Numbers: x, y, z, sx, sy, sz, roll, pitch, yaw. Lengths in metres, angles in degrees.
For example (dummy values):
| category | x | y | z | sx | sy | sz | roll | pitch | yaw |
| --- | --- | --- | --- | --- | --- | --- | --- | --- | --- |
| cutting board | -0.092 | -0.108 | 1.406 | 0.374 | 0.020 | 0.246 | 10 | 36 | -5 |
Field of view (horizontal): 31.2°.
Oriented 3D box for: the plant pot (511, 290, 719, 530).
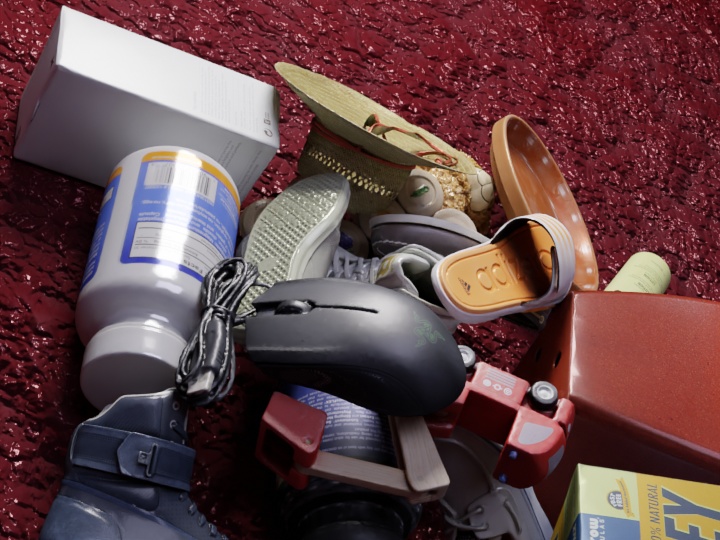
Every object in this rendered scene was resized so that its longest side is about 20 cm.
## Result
| category | x | y | z | sx | sy | sz | roll | pitch | yaw |
| --- | --- | --- | --- | --- | --- | --- | --- | --- | --- |
| plant pot | 0.228 | 0.133 | 1.118 | 0.174 | 0.201 | 0.201 | 22 | 43 | -9 |

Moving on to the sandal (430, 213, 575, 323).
| category | x | y | z | sx | sy | sz | roll | pitch | yaw |
| --- | --- | --- | --- | --- | --- | --- | --- | --- | --- |
| sandal | 0.138 | -0.005 | 1.073 | 0.206 | 0.059 | 0.080 | -21 | 78 | -52 |

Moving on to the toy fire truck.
| category | x | y | z | sx | sy | sz | roll | pitch | yaw |
| --- | --- | --- | --- | --- | --- | --- | --- | --- | --- |
| toy fire truck | 0.041 | 0.113 | 0.904 | 0.198 | 0.049 | 0.142 | 24 | 48 | 8 |

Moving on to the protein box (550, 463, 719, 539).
| category | x | y | z | sx | sy | sz | roll | pitch | yaw |
| --- | --- | --- | --- | --- | --- | --- | --- | --- | --- |
| protein box | 0.235 | 0.267 | 0.944 | 0.197 | 0.200 | 0.136 | 8 | 45 | 0 |

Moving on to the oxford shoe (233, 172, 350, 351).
| category | x | y | z | sx | sy | sz | roll | pitch | yaw |
| --- | --- | --- | --- | --- | --- | --- | --- | --- | --- |
| oxford shoe | -0.053 | -0.003 | 1.016 | 0.058 | 0.074 | 0.201 | 62 | 32 | -35 |

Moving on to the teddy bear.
| category | x | y | z | sx | sy | sz | roll | pitch | yaw |
| --- | --- | --- | --- | --- | --- | --- | --- | --- | --- |
| teddy bear | 0.068 | -0.061 | 1.250 | 0.198 | 0.067 | 0.146 | -1 | 58 | -37 |

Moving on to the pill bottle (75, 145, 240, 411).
| category | x | y | z | sx | sy | sz | roll | pitch | yaw |
| --- | --- | --- | --- | --- | --- | --- | --- | --- | --- |
| pill bottle | -0.154 | 0.011 | 0.978 | 0.111 | 0.112 | 0.202 | 23 | 44 | -20 |

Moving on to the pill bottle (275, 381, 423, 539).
| category | x | y | z | sx | sy | sz | roll | pitch | yaw |
| --- | --- | --- | --- | --- | --- | --- | --- | --- | --- |
| pill bottle | -0.010 | 0.143 | 0.975 | 0.111 | 0.112 | 0.202 | 19 | 45 | -23 |

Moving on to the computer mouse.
| category | x | y | z | sx | sy | sz | roll | pitch | yaw |
| --- | --- | --- | --- | --- | --- | --- | --- | --- | --- |
| computer mouse | -0.021 | 0.044 | 0.882 | 0.197 | 0.053 | 0.140 | 11 | 43 | 1 |

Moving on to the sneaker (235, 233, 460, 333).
| category | x | y | z | sx | sy | sz | roll | pitch | yaw |
| --- | --- | --- | --- | --- | --- | --- | --- | --- | --- |
| sneaker | 0.000 | 0.000 | 1.072 | 0.198 | 0.116 | 0.075 | 23 | 63 | -10 |

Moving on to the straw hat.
| category | x | y | z | sx | sy | sz | roll | pitch | yaw |
| --- | --- | --- | --- | --- | --- | --- | --- | --- | --- |
| straw hat | -0.004 | -0.096 | 1.123 | 0.199 | 0.086 | 0.201 | 26 | 15 | -7 |

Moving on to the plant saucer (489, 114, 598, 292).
| category | x | y | z | sx | sy | sz | roll | pitch | yaw |
| --- | --- | --- | --- | --- | --- | --- | --- | --- | --- |
| plant saucer | 0.184 | -0.062 | 1.318 | 0.201 | 0.032 | 0.202 | 48 | 26 | -34 |

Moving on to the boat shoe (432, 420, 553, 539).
| category | x | y | z | sx | sy | sz | roll | pitch | yaw |
| --- | --- | --- | --- | --- | --- | --- | --- | --- | --- |
| boat shoe | 0.093 | 0.186 | 1.004 | 0.201 | 0.070 | 0.070 | 62 | 41 | -37 |

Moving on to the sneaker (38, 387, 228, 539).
| category | x | y | z | sx | sy | sz | roll | pitch | yaw |
| --- | --- | --- | --- | --- | --- | --- | --- | --- | --- |
| sneaker | -0.110 | 0.162 | 0.878 | 0.200 | 0.077 | 0.148 | 21 | 65 | -21 |

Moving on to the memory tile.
| category | x | y | z | sx | sy | sz | roll | pitch | yaw |
| --- | --- | --- | --- | --- | --- | --- | --- | --- | --- |
| memory tile | 0.002 | -0.035 | 1.164 | 0.199 | 0.017 | 0.154 | -34 | 83 | -31 |

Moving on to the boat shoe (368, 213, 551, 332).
| category | x | y | z | sx | sy | sz | roll | pitch | yaw |
| --- | --- | --- | --- | --- | --- | --- | --- | --- | --- |
| boat shoe | 0.091 | 0.002 | 1.139 | 0.198 | 0.072 | 0.060 | 19 | 75 | -30 |

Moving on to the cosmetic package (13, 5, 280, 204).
| category | x | y | z | sx | sy | sz | roll | pitch | yaw |
| --- | --- | --- | --- | --- | --- | --- | --- | --- | --- |
| cosmetic package | -0.178 | -0.125 | 1.081 | 0.198 | 0.113 | 0.082 | 21 | 43 | -25 |

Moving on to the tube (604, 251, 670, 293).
| category | x | y | z | sx | sy | sz | roll | pitch | yaw |
| --- | --- | --- | --- | --- | --- | --- | --- | --- | --- |
| tube | 0.263 | 0.051 | 1.321 | 0.057 | 0.053 | 0.200 | 11 | 35 | 30 |
